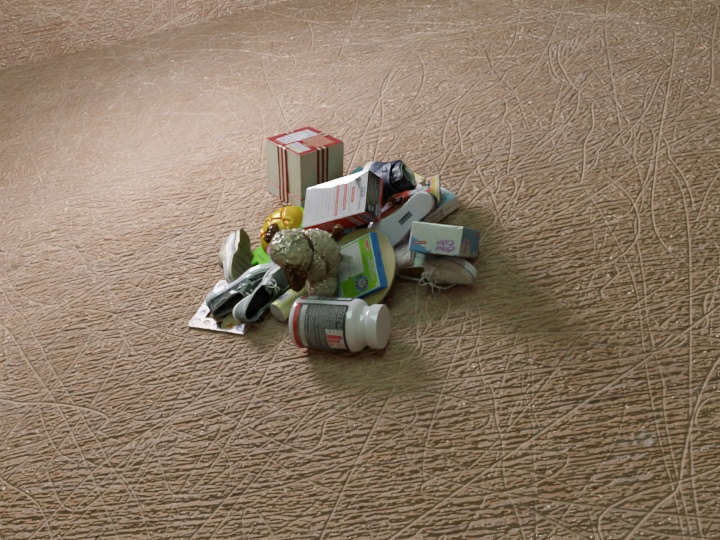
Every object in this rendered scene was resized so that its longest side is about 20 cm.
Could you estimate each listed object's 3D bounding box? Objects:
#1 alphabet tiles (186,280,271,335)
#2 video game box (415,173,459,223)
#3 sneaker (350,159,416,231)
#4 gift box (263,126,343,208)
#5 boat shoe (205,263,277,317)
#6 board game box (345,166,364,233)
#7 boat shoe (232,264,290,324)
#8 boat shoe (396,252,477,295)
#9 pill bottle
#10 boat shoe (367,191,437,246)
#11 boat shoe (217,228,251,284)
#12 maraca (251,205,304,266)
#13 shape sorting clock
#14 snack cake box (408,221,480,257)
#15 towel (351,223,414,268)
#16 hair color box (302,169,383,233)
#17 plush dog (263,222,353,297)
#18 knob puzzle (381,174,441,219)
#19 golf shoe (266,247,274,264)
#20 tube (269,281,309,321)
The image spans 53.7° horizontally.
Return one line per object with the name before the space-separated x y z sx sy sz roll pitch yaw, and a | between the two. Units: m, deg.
alphabet tiles | -0.303 0.090 1.748 0.199 0.008 0.167 6 44 24
video game box | 0.126 -0.172 1.872 0.182 0.047 0.200 -36 43 -16
sneaker | 0.054 -0.183 1.740 0.146 0.077 0.203 3 67 39
gift box | -0.170 -0.276 1.982 0.200 0.187 0.184 -22 39 -32
boat shoe | -0.278 0.056 1.731 0.200 0.072 0.071 -30 49 0
board game box | -0.020 -0.189 1.883 0.200 0.047 0.151 -45 33 -18
boat shoe | -0.214 0.053 1.686 0.200 0.073 0.062 -44 18 -20
boat shoe | 0.164 0.010 1.627 0.202 0.075 0.086 14 48 36
pill bottle | -0.044 0.116 1.542 0.199 0.116 0.116 2 43 21
boat shoe | 0.097 -0.113 1.669 0.200 0.068 0.072 -42 78 19
boat shoe | -0.330 -0.023 1.846 0.068 0.075 0.200 -26 34 18
maraca | -0.211 -0.084 1.848 0.200 0.107 0.137 -52 34 -4
shape sorting clock | 0.000 0.000 1.654 0.200 0.039 0.201 -12 71 39
snack cake box | 0.194 -0.069 1.611 0.115 0.067 0.200 10 4 21
towel | 0.047 -0.062 1.732 0.200 0.032 0.191 -15 39 28
hair color box | -0.044 -0.159 1.710 0.200 0.064 0.111 -11 65 39
plush dog | -0.130 -0.040 1.611 0.172 0.161 0.200 -5 53 -49
knob puzzle | 0.104 -0.178 1.788 0.219 0.031 0.220 -24 23 11
golf shoe | -0.133 -0.041 1.786 0.199 0.092 0.075 -10 30 -10
tube | -0.128 0.048 1.707 0.200 0.058 0.052 -39 10 -33
